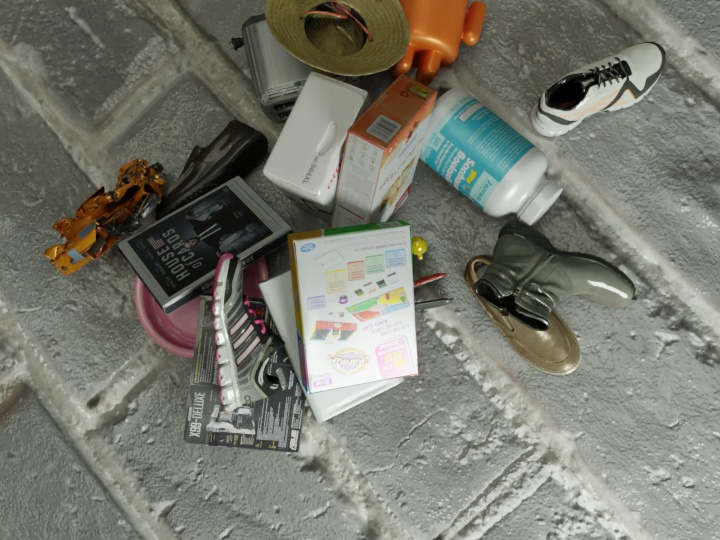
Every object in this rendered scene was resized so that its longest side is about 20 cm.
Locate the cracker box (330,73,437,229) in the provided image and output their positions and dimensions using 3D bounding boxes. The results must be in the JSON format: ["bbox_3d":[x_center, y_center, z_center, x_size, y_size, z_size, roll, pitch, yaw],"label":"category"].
[{"bbox_3d":[0.027,-0.133,0.982,0.058,0.200,0.134,30,54,11],"label":"cracker box"}]

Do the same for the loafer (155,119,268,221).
[{"bbox_3d":[-0.226,-0.143,1.116,0.200,0.073,0.071,-41,66,-2],"label":"loafer"}]

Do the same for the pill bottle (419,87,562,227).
[{"bbox_3d":[0.173,-0.146,1.024,0.200,0.111,0.111,42,89,13],"label":"pill bottle"}]

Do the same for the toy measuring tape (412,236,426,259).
[{"bbox_3d":[0.000,0.000,1.054,0.199,0.074,0.074,-19,79,11],"label":"toy measuring tape"}]

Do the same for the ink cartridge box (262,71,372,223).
[{"bbox_3d":[-0.041,-0.154,1.014,0.084,0.200,0.147,24,85,12],"label":"ink cartridge box"}]

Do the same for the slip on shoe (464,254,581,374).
[{"bbox_3d":[0.215,0.057,1.011,0.076,0.061,0.200,-38,77,2],"label":"slip on shoe"}]

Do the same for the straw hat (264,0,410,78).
[{"bbox_3d":[-0.035,-0.300,0.989,0.200,0.085,0.202,7,59,-12],"label":"straw hat"}]

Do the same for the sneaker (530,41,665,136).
[{"bbox_3d":[0.329,-0.251,1.033,0.199,0.080,0.074,-30,76,2],"label":"sneaker"}]

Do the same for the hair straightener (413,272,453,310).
[{"bbox_3d":[0.033,0.066,1.045,0.199,0.041,0.077,-17,86,-1],"label":"hair straightener"}]

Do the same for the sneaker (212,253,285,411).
[{"bbox_3d":[-0.141,0.076,0.964,0.087,0.074,0.201,-5,96,-10],"label":"sneaker"}]

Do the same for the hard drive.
[{"bbox_3d":[-0.037,0.083,1.006,0.131,0.026,0.201,-24,99,-13],"label":"hard drive"}]

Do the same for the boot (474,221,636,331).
[{"bbox_3d":[0.246,0.031,0.971,0.199,0.068,0.131,25,53,2],"label":"boot"}]

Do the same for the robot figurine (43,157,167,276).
[{"bbox_3d":[-0.361,-0.084,1.091,0.200,0.058,0.145,-36,35,14],"label":"robot figurine"}]

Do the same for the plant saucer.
[{"bbox_3d":[-0.223,0.026,1.093,0.199,0.051,0.202,-2,81,10],"label":"plant saucer"}]

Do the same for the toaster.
[{"bbox_3d":[-0.086,-0.297,1.089,0.199,0.114,0.130,-11,82,2],"label":"toaster"}]

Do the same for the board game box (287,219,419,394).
[{"bbox_3d":[-0.007,0.045,0.961,0.152,0.040,0.201,-8,105,-15],"label":"board game box"}]

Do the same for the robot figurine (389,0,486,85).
[{"bbox_3d":[0.093,-0.365,1.071,0.143,0.116,0.201,7,83,31],"label":"robot figurine"}]

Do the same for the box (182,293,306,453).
[{"bbox_3d":[-0.149,0.138,1.025,0.157,0.050,0.201,6,91,-10],"label":"box"}]

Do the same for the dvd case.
[{"bbox_3d":[-0.212,-0.040,1.037,0.200,0.025,0.150,-33,52,-18],"label":"dvd case"}]
